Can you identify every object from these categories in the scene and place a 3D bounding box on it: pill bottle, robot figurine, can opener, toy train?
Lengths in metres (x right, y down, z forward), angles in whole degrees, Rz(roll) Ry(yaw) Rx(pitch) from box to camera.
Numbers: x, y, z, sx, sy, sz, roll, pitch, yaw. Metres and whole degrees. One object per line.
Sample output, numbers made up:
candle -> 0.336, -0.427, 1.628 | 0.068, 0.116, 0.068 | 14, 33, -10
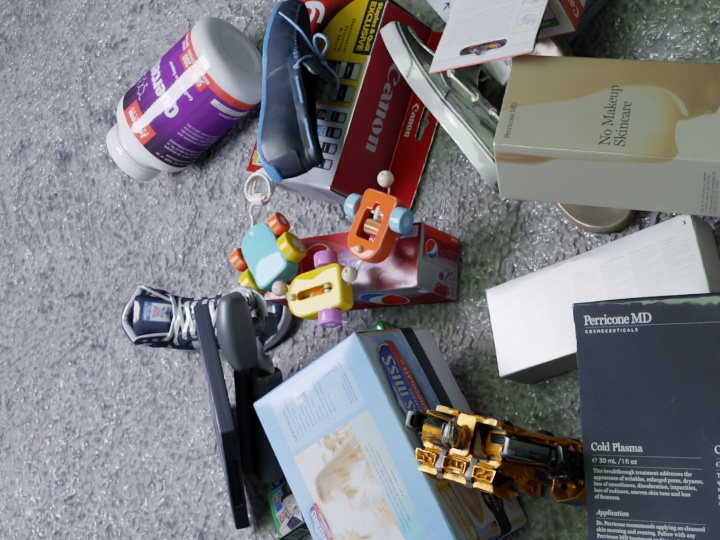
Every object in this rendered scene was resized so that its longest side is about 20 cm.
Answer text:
pill bottle -> -0.206, -0.193, 1.363 | 0.199, 0.112, 0.114 | -37, 56, 26
robot figurine -> 0.122, 0.150, 0.917 | 0.144, 0.199, 0.059 | 9, 82, 42
can opener -> -0.111, 0.114, 1.127 | 0.053, 0.066, 0.204 | 13, 113, 41
toy train -> -0.034, -0.026, 1.111 | 0.198, 0.055, 0.153 | 15, 86, 38

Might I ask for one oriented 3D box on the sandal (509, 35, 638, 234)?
sandal -> 0.178, -0.124, 1.031 | 0.080, 0.054, 0.203 | -27, 77, 30

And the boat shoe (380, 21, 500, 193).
boat shoe -> 0.096, -0.168, 1.111 | 0.063, 0.071, 0.201 | -40, 77, 13

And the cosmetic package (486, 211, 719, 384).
cosmetic package -> 0.205, 0.027, 0.983 | 0.198, 0.050, 0.084 | -22, 65, 34

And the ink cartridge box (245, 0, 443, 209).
ink cartridge box -> -0.007, -0.173, 1.205 | 0.174, 0.083, 0.203 | 14, 86, 42

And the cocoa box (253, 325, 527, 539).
cocoa box -> 0.024, 0.167, 1.011 | 0.133, 0.131, 0.202 | -35, 72, 27

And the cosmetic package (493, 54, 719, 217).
cosmetic package -> 0.212, -0.110, 0.938 | 0.197, 0.071, 0.106 | 5, 57, 16

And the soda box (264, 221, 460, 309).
soda box -> 0.000, 0.000, 1.155 | 0.198, 0.070, 0.065 | -5, 74, 39

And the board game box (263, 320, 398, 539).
board game box -> -0.023, 0.160, 1.154 | 0.199, 0.029, 0.136 | -37, 55, 27

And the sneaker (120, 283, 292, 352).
sneaker -> -0.173, 0.050, 1.263 | 0.198, 0.108, 0.071 | -10, 71, 38

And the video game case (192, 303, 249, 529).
video game case -> -0.138, 0.149, 1.164 | 0.019, 0.201, 0.144 | -12, 54, -9

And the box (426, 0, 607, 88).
box -> 0.147, -0.289, 1.137 | 0.156, 0.041, 0.201 | -48, 53, 18

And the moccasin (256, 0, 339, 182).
moccasin -> -0.054, -0.175, 1.138 | 0.067, 0.081, 0.203 | -7, 66, 18

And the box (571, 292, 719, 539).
box -> 0.265, 0.107, 0.837 | 0.197, 0.103, 0.186 | -4, 89, 35

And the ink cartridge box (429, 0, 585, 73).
ink cartridge box -> 0.140, -0.239, 1.021 | 0.108, 0.050, 0.202 | -5, 51, 38
